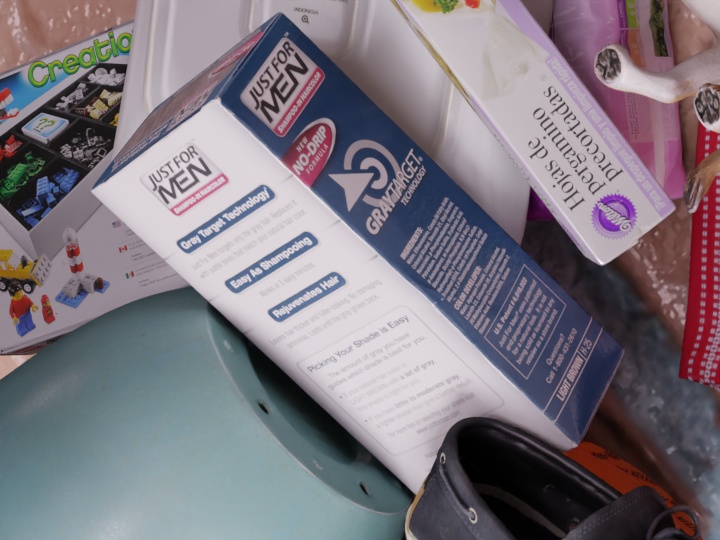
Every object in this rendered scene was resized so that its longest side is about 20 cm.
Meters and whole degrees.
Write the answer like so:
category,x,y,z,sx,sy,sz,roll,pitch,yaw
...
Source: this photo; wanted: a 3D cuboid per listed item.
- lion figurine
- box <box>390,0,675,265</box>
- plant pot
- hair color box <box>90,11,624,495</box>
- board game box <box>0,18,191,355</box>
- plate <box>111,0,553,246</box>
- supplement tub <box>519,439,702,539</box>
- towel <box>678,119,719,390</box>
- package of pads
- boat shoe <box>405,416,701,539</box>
category,x,y,z,sx,sy,sz,roll,pitch,yaw
lion figurine,0.144,-0.122,0.889,0.072,0.122,0.200,-21,77,50
box,0.047,-0.092,0.881,0.039,0.041,0.200,-38,98,2
plant pot,-0.075,0.103,0.970,0.161,0.201,0.201,-41,75,18
hair color box,0.000,0.000,0.911,0.200,0.061,0.100,44,140,-14
board game box,-0.090,-0.049,1.019,0.200,0.035,0.126,-18,82,23
plate,-0.016,-0.114,0.944,0.199,0.032,0.200,10,97,25
supplement tub,0.057,0.175,0.978,0.123,0.123,0.200,40,113,20
towel,0.194,-0.008,0.886,0.200,0.022,0.145,14,103,58
package of pads,0.067,-0.120,0.966,0.120,0.076,0.200,-5,92,35
boat shoe,0.097,0.117,0.837,0.200,0.075,0.062,31,126,37
